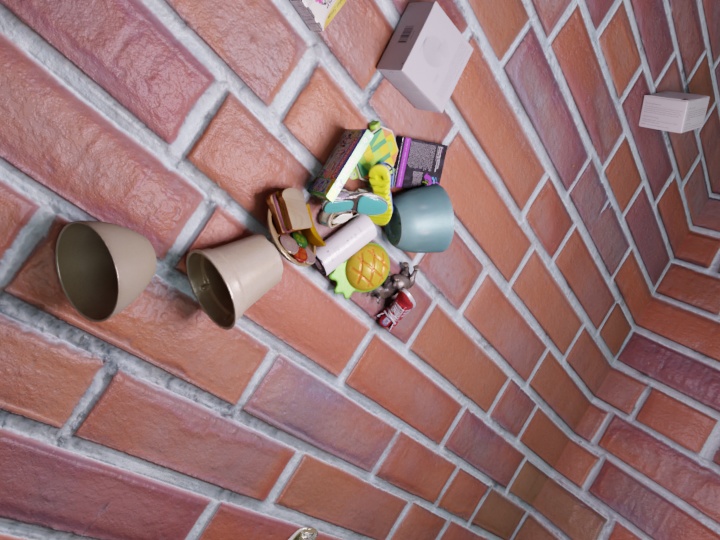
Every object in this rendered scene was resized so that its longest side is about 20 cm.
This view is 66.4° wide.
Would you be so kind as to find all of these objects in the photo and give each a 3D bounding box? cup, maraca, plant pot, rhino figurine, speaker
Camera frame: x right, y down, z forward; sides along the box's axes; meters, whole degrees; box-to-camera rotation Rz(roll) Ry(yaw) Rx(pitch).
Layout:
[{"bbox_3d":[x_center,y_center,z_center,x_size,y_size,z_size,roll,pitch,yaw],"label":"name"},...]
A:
[{"bbox_3d":[-0.516,-0.013,1.158,0.142,0.194,0.208,-25,126,-57],"label":"cup"},{"bbox_3d":[0.000,0.000,1.619,0.195,0.107,0.141,-25,100,-17],"label":"maraca"},{"bbox_3d":[0.163,-0.147,1.639,0.155,0.200,0.208,-9,114,-22],"label":"plant pot"},{"bbox_3d":[-0.294,0.008,1.344,0.181,0.196,0.207,-32,126,-38],"label":"plant pot"},{"bbox_3d":[0.099,0.046,1.744,0.196,0.060,0.089,-25,141,-27],"label":"rhino figurine"},{"bbox_3d":[-0.046,-0.076,1.564,0.198,0.080,0.083,-39,128,-20],"label":"speaker"}]

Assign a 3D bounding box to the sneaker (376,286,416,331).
[{"bbox_3d":[0.110,0.126,1.732,0.111,0.072,0.201,-38,165,-14],"label":"sneaker"}]

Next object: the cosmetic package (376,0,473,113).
[{"bbox_3d":[0.180,-0.584,1.518,0.198,0.122,0.204,29,89,-40],"label":"cosmetic package"}]

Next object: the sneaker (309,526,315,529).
[{"bbox_3d":[-0.216,0.936,1.828,0.195,0.088,0.080,-20,119,-32],"label":"sneaker"}]

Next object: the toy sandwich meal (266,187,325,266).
[{"bbox_3d":[-0.162,-0.112,1.408,0.069,0.211,0.204,-26,139,27],"label":"toy sandwich meal"}]

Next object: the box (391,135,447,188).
[{"bbox_3d":[0.177,-0.322,1.680,0.195,0.036,0.148,0,108,-38],"label":"box"}]

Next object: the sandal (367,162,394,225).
[{"bbox_3d":[0.064,-0.221,1.558,0.088,0.077,0.205,-65,165,-48],"label":"sandal"}]

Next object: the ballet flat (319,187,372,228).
[{"bbox_3d":[-0.028,-0.170,1.556,0.197,0.062,0.069,-33,129,-25],"label":"ballet flat"}]

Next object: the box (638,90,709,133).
[{"bbox_3d":[1.353,-0.688,2.378,0.194,0.198,0.135,-17,120,-31],"label":"box"}]

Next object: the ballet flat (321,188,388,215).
[{"bbox_3d":[-0.018,-0.195,1.500,0.193,0.072,0.075,-1,110,-23],"label":"ballet flat"}]

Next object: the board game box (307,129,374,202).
[{"bbox_3d":[-0.054,-0.278,1.442,0.029,0.134,0.204,34,85,-28],"label":"board game box"}]

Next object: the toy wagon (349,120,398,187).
[{"bbox_3d":[0.023,-0.314,1.554,0.199,0.039,0.158,-40,127,-20],"label":"toy wagon"}]
